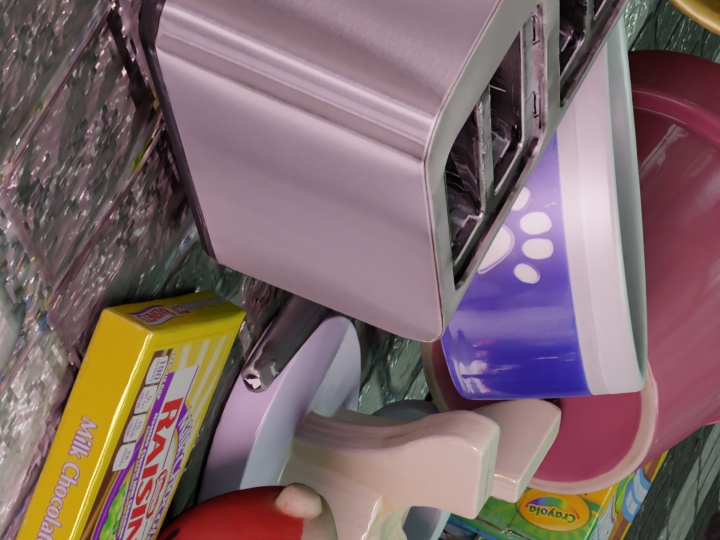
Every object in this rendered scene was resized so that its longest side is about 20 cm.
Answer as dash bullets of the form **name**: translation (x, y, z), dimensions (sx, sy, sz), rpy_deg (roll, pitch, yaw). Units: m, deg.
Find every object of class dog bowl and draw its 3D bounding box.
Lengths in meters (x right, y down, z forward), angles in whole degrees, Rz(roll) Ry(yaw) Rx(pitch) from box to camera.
- **dog bowl**: translation (0.075, -0.046, 1.023), dimensions (0.200, 0.078, 0.202), rpy_deg (-5, 90, -81)

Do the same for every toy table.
- **toy table**: translation (0.003, 0.111, 1.108), dimensions (0.185, 0.116, 0.201), rpy_deg (-58, 162, -25)

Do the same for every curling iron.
- **curling iron**: translation (0.000, 0.000, 1.064), dimensions (0.026, 0.050, 0.200), rpy_deg (-42, -179, 36)

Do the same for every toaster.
- **toaster**: translation (0.016, -0.100, 0.832), dimensions (0.182, 0.118, 0.200), rpy_deg (-60, 163, -21)

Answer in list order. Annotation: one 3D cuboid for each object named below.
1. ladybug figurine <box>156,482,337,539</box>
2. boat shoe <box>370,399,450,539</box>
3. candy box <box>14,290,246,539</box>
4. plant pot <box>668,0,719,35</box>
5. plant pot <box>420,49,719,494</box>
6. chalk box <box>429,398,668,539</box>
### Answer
- **ladybug figurine**: translation (-0.071, 0.170, 0.988), dimensions (0.136, 0.071, 0.201), rpy_deg (-112, -136, -70)
- **boat shoe**: translation (0.006, 0.151, 1.252), dimensions (0.086, 0.074, 0.203), rpy_deg (-25, 140, -66)
- **candy box**: translation (-0.104, 0.105, 0.914), dimensions (0.201, 0.026, 0.102), rpy_deg (-68, 168, 10)
- **plant pot**: translation (0.231, -0.233, 1.234), dimensions (0.189, 0.199, 0.202), rpy_deg (-65, 174, -66)
- **plant pot**: translation (0.126, 0.013, 1.212), dimensions (0.179, 0.199, 0.201), rpy_deg (-44, 154, -49)
- **chalk box**: translation (0.101, 0.117, 1.416), dimensions (0.201, 0.123, 0.125), rpy_deg (-62, 163, -14)
